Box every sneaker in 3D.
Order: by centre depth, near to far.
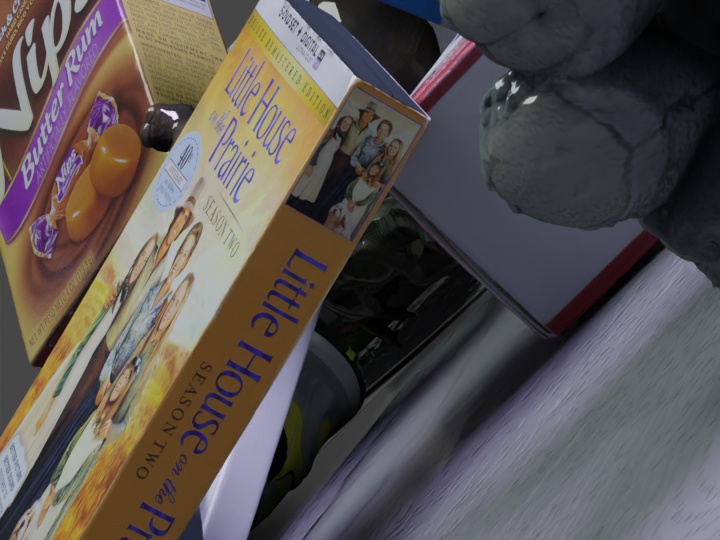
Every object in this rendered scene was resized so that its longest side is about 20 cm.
[{"bbox_3d":[-0.081,0.088,1.156,0.200,0.075,0.076,-46,3,39],"label":"sneaker"}]

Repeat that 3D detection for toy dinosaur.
[{"bbox_3d":[0.000,0.000,1.154,0.088,0.048,0.200,3,-18,-43],"label":"toy dinosaur"}]

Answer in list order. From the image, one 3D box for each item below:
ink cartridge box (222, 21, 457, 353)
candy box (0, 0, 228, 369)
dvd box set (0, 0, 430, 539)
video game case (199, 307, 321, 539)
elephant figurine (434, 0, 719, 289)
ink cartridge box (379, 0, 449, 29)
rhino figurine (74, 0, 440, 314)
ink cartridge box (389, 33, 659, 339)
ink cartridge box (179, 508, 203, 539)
[{"bbox_3d":[-0.009,-0.045,1.238,0.146,0.085,0.200,-4,-32,-47],"label":"ink cartridge box"},{"bbox_3d":[-0.107,-0.062,1.196,0.117,0.056,0.200,-53,37,29],"label":"candy box"},{"bbox_3d":[-0.055,0.017,0.874,0.200,0.029,0.146,-58,18,9],"label":"dvd box set"},{"bbox_3d":[-0.094,0.095,1.056,0.182,0.023,0.200,-34,27,39],"label":"video game case"},{"bbox_3d":[0.082,-0.091,0.673,0.200,0.155,0.142,-81,11,-68],"label":"elephant figurine"},{"bbox_3d":[0.055,-0.205,1.034,0.147,0.145,0.200,17,-61,-44],"label":"ink cartridge box"},{"bbox_3d":[-0.045,-0.031,1.052,0.200,0.060,0.087,-52,33,-6],"label":"rhino figurine"},{"bbox_3d":[0.095,-0.084,0.911,0.146,0.083,0.200,-46,4,24],"label":"ink cartridge box"},{"bbox_3d":[-0.102,0.119,0.948,0.119,0.042,0.200,-46,23,12],"label":"ink cartridge box"}]
